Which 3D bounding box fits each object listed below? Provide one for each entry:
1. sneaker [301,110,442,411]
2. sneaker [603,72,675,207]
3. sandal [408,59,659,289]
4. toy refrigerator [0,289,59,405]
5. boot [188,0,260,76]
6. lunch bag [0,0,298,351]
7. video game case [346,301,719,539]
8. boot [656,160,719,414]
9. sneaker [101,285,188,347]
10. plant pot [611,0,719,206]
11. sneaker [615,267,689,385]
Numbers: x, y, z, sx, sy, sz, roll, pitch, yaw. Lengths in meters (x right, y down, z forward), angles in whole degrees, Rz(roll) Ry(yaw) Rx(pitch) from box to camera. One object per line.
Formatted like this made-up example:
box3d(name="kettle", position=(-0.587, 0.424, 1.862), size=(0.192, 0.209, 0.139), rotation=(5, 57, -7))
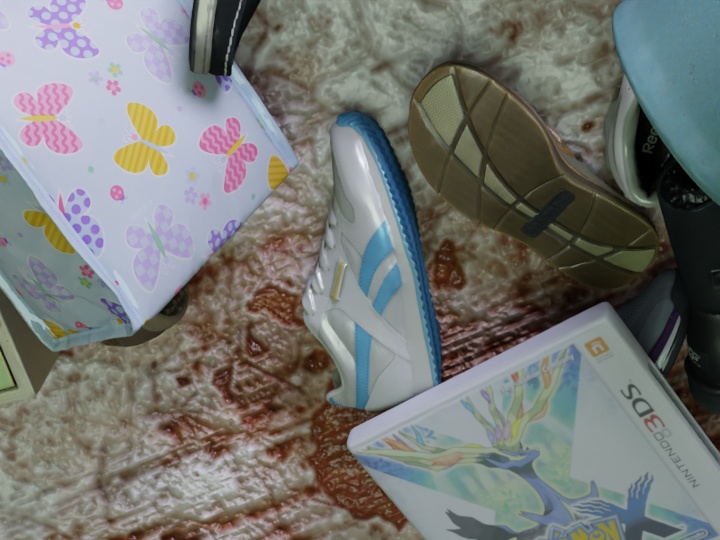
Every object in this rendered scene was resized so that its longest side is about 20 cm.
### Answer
box3d(name="sneaker", position=(0.000, 0.000, 0.956), size=(0.080, 0.077, 0.202), rotation=(-7, 111, 9))
box3d(name="sneaker", position=(0.188, -0.130, 0.877), size=(0.073, 0.089, 0.202), rotation=(7, 113, 3))
box3d(name="sandal", position=(0.105, -0.060, 0.936), size=(0.199, 0.054, 0.080), rotation=(34, 120, -26))
box3d(name="toy refrigerator", position=(-0.270, -0.009, 0.977), size=(0.075, 0.070, 0.202), rotation=(-13, 113, 10))
box3d(name="boot", position=(-0.004, -0.188, 0.845), size=(0.152, 0.073, 0.206), rotation=(18, 86, -7))
box3d(name="lunch bag", position=(-0.161, -0.085, 0.871), size=(0.126, 0.170, 0.201), rotation=(-9, 122, 46))
box3d(name="video game case", position=(0.121, 0.131, 0.965), size=(0.199, 0.022, 0.183), rotation=(-29, 112, 27))
box3d(name="boot", position=(0.272, -0.017, 0.887), size=(0.198, 0.077, 0.169), rotation=(-19, 126, -7))
box3d(name="sneaker", position=(-0.196, -0.032, 0.961), size=(0.075, 0.070, 0.201), rotation=(-30, 100, 37))
box3d(name="plant pot", position=(0.232, -0.127, 0.734), size=(0.187, 0.201, 0.200), rotation=(-35, 107, 30))
box3d(name="sneaker", position=(0.136, 0.072, 0.979), size=(0.087, 0.075, 0.201), rotation=(28, 114, -3))
